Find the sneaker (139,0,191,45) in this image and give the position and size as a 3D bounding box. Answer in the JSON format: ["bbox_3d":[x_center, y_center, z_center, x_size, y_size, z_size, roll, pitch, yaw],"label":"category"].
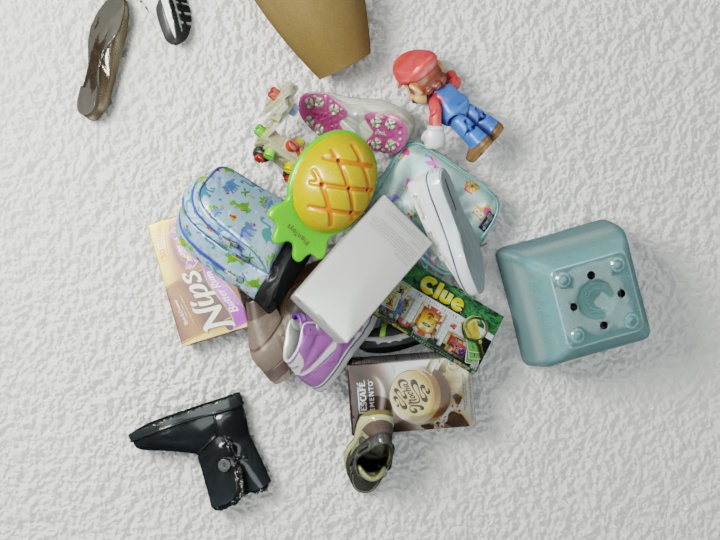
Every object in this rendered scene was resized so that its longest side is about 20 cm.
[{"bbox_3d":[-0.331,-0.449,1.386,0.079,0.074,0.203,-20,87,15],"label":"sneaker"}]

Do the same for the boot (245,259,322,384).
[{"bbox_3d":[-0.093,0.082,1.398,0.198,0.070,0.148,-27,107,-17],"label":"boot"}]

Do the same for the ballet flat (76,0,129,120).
[{"bbox_3d":[-0.406,-0.338,1.398,0.066,0.046,0.204,9,86,31],"label":"ballet flat"}]

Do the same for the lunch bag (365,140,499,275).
[{"bbox_3d":[0.114,-0.093,1.385,0.199,0.077,0.162,35,91,-1],"label":"lunch bag"}]

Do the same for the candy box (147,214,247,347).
[{"bbox_3d":[-0.256,0.008,1.399,0.115,0.056,0.204,-16,90,-1],"label":"candy box"}]

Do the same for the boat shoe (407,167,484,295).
[{"bbox_3d":[0.131,-0.055,1.325,0.066,0.073,0.203,-14,99,31],"label":"boat shoe"}]

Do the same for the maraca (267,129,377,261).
[{"bbox_3d":[-0.052,-0.109,1.265,0.137,0.107,0.201,39,82,-28],"label":"maraca"}]

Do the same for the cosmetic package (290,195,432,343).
[{"bbox_3d":[0.000,0.000,1.293,0.108,0.085,0.200,44,79,-5],"label":"cosmetic package"}]

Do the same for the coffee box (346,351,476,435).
[{"bbox_3d":[0.079,0.193,1.393,0.196,0.080,0.115,-5,93,0],"label":"coffee box"}]

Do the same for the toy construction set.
[{"bbox_3d":[-0.090,-0.191,1.351,0.200,0.130,0.093,48,57,-23],"label":"toy construction set"}]

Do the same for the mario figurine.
[{"bbox_3d":[0.126,-0.258,1.369,0.200,0.123,0.106,45,111,1],"label":"mario figurine"}]

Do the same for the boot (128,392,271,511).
[{"bbox_3d":[-0.256,0.305,1.398,0.197,0.076,0.171,-17,88,-6],"label":"boot"}]

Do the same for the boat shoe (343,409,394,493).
[{"bbox_3d":[0.014,0.295,1.350,0.070,0.067,0.203,5,135,-8],"label":"boat shoe"}]

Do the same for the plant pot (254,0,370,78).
[{"bbox_3d":[-0.067,-0.407,1.338,0.184,0.187,0.203,-25,105,1],"label":"plant pot"}]

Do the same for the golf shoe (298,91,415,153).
[{"bbox_3d":[-0.003,-0.242,1.390,0.197,0.091,0.076,21,124,19],"label":"golf shoe"}]

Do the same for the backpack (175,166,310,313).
[{"bbox_3d":[-0.179,-0.060,1.309,0.197,0.155,0.164,25,51,12],"label":"backpack"}]

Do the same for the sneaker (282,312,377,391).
[{"bbox_3d":[-0.045,0.076,1.353,0.114,0.072,0.202,44,68,-34],"label":"sneaker"}]

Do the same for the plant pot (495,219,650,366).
[{"bbox_3d":[0.335,0.040,1.329,0.193,0.200,0.199,-15,92,1],"label":"plant pot"}]

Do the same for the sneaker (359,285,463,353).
[{"bbox_3d":[0.084,0.076,1.405,0.196,0.072,0.084,-15,77,-4],"label":"sneaker"}]

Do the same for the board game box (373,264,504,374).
[{"bbox_3d":[0.114,0.066,1.355,0.198,0.024,0.106,30,65,6],"label":"board game box"}]
